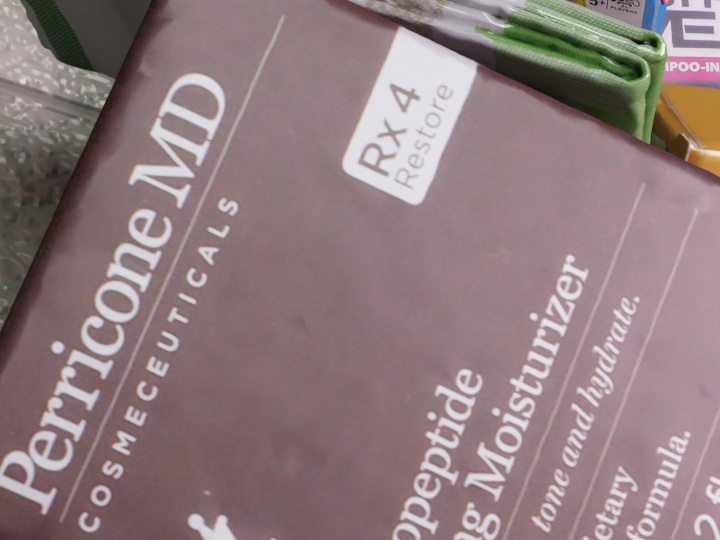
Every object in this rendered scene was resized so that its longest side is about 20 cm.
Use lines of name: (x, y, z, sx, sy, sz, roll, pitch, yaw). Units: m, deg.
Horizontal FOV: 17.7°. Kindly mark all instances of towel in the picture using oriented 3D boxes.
towel: (-0.010, -0.067, 0.665, 0.198, 0.149, 0.031, 19, 77, 9)

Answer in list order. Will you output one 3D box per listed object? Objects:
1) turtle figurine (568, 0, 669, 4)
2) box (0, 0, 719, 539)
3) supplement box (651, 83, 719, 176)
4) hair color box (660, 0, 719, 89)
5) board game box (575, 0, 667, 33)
turtle figurine: (0.035, -0.126, 0.719, 0.198, 0.150, 0.102, -5, 86, 11)
box: (0.001, 0.042, 0.635, 0.199, 0.164, 0.167, 25, 76, -6)
supplement box: (0.191, -0.014, 0.794, 0.198, 0.069, 0.067, 9, 21, -11)
hair color box: (0.101, -0.114, 0.890, 0.099, 0.061, 0.201, -1, 57, -26)
board game box: (0.035, -0.185, 0.849, 0.194, 0.056, 0.201, 13, 62, 9)
